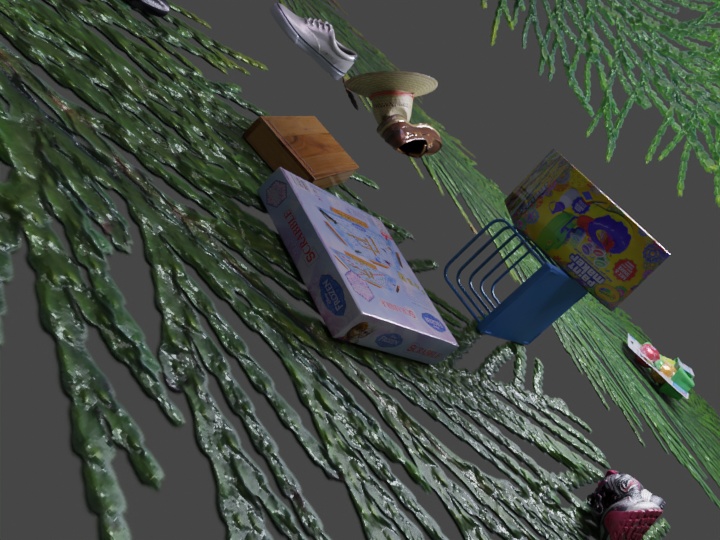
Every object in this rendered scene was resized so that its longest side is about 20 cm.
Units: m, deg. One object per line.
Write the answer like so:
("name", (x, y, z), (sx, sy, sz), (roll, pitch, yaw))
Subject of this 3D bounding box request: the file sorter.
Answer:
("file sorter", (0.240, 0.018, 1.162), (0.200, 0.139, 0.123), (17, 32, -56))

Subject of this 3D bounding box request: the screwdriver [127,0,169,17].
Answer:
("screwdriver", (-0.291, -0.329, 0.844), (0.028, 0.029, 0.200), (56, 24, 20))

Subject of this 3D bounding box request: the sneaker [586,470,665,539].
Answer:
("sneaker", (0.304, 0.285, 0.886), (0.075, 0.081, 0.200), (40, 7, 24))

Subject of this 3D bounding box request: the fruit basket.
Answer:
("fruit basket", (0.806, 0.249, 2.027), (0.200, 0.094, 0.185), (48, 19, 9))

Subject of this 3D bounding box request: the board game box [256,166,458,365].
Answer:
("board game box", (0.000, 0.000, 0.810), (0.200, 0.041, 0.200), (23, 31, -52))

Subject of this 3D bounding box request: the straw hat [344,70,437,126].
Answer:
("straw hat", (0.064, -0.333, 1.514), (0.201, 0.200, 0.085), (3, 88, -64))

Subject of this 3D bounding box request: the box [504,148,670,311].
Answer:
("box", (0.342, -0.069, 1.166), (0.200, 0.122, 0.193), (40, 17, -6))

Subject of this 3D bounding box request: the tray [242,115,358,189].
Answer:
("tray", (-0.069, -0.152, 0.965), (0.099, 0.037, 0.200), (49, 20, 1))

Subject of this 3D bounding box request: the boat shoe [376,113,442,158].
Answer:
("boat shoe", (0.108, -0.257, 1.515), (0.200, 0.072, 0.068), (3, 53, -56))

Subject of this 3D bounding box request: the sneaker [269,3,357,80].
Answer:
("sneaker", (-0.089, -0.463, 1.469), (0.200, 0.071, 0.073), (34, 23, -36))
